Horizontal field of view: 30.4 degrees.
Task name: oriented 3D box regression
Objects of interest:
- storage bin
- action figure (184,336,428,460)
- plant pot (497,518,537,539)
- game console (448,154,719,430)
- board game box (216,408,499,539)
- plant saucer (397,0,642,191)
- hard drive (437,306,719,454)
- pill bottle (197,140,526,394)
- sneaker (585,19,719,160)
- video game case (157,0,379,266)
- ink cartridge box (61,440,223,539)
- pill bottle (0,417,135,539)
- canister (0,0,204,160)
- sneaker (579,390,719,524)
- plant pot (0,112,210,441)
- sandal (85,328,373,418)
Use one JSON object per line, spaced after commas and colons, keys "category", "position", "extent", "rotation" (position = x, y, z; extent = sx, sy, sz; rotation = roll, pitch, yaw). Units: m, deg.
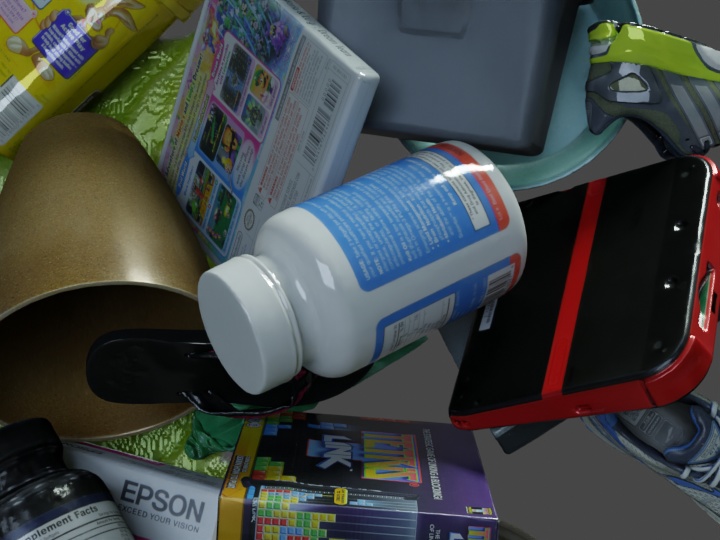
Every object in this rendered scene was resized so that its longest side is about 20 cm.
{"category": "storage bin", "position": [0.056, -0.157, 0.914], "extent": [0.198, 0.145, 0.136], "rotation": [8, 93, 14]}
{"category": "action figure", "position": [-0.058, 0.070, 0.974], "extent": [0.200, 0.055, 0.118], "rotation": [-42, 76, 10]}
{"category": "plant pot", "position": [0.052, 0.261, 0.856], "extent": [0.197, 0.173, 0.203], "rotation": [-2, 81, 12]}
{"category": "game console", "position": [0.153, 0.013, 0.872], "extent": [0.176, 0.031, 0.201], "rotation": [-16, 39, 36]}
{"category": "board game box", "position": [-0.002, 0.144, 0.854], "extent": [0.163, 0.200, 0.057], "rotation": [3, 99, -1]}
{"category": "plant saucer", "position": [0.111, -0.154, 0.983], "extent": [0.197, 0.036, 0.203], "rotation": [-2, 81, 13]}
{"category": "hard drive", "position": [0.156, 0.025, 0.905], "extent": [0.199, 0.033, 0.140], "rotation": [-34, 35, 5]}
{"category": "pill bottle", "position": [0.000, 0.000, 0.854], "extent": [0.199, 0.112, 0.113], "rotation": [-24, 74, -26]}
{"category": "sneaker", "position": [0.244, -0.110, 0.919], "extent": [0.198, 0.074, 0.082], "rotation": [14, 95, 0]}
{"category": "video game case", "position": [-0.075, -0.093, 0.940], "extent": [0.182, 0.024, 0.202], "rotation": [46, 127, 37]}
{"category": "ink cartridge box", "position": [-0.176, 0.220, 0.964], "extent": [0.198, 0.075, 0.167], "rotation": [12, 84, 15]}
{"category": "pill bottle", "position": [-0.198, 0.204, 0.876], "extent": [0.111, 0.112, 0.201], "rotation": [-34, 75, 5]}
{"category": "canister", "position": [-0.242, -0.202, 1.045], "extent": [0.200, 0.087, 0.149], "rotation": [-42, 74, 4]}
{"category": "sneaker", "position": [0.233, 0.123, 0.883], "extent": [0.198, 0.085, 0.078], "rotation": [25, 87, 15]}
{"category": "plant pot", "position": [-0.194, -0.012, 0.961], "extent": [0.185, 0.187, 0.202], "rotation": [-20, 53, 8]}
{"category": "sandal", "position": [-0.084, 0.072, 0.893], "extent": [0.198, 0.045, 0.076], "rotation": [-2, 123, -16]}
